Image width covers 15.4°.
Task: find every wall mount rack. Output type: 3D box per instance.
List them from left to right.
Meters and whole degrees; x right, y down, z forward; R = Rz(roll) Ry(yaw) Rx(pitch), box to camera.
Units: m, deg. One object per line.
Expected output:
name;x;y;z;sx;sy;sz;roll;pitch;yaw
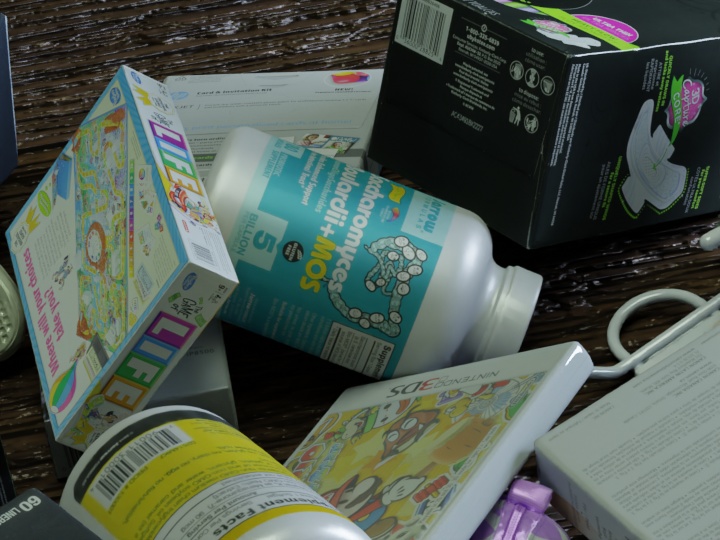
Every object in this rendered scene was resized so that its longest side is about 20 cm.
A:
wall mount rack;0.180;0.060;1.475;0.174;0.075;0.200;-33;42;-15

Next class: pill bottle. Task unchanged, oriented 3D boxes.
pill bottle;-0.055;0.151;1.269;0.114;0.114;0.200;-26;32;-21
pill bottle;0.000;0.000;1.528;0.200;0.111;0.111;20;41;-1

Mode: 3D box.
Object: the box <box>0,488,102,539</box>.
box;-0.124;0.206;1.171;0.122;0.106;0.200;-34;46;-28

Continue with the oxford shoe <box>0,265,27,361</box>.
oxford shoe;-0.273;0.003;1.643;0.200;0.058;0.075;24;88;33

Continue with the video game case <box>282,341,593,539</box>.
video game case;0.009;0.116;1.408;0.182;0.023;0.200;-14;26;45

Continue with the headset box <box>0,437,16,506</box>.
headset box;-0.326;0.113;1.483;0.200;0.093;0.174;-32;43;-27

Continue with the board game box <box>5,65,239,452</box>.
board game box;-0.139;-0.008;1.500;0.034;0.134;0.200;25;26;-31

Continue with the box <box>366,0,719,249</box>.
box;0.131;-0.108;1.606;0.200;0.124;0.148;-10;31;-41

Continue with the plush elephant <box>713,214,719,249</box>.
plush elephant;0.311;-0.053;1.543;0.155;0.200;0.165;14;52;-8

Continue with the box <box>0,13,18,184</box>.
box;-0.310;-0.078;1.593;0.148;0.107;0.200;4;26;13

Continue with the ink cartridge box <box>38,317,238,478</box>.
ink cartridge box;-0.138;0.033;1.584;0.109;0.050;0.200;-10;39;-3

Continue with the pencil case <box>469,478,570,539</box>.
pencil case;0.044;0.198;1.316;0.084;0.086;0.200;14;42;16

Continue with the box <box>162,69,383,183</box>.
box;-0.066;-0.073;1.680;0.156;0.041;0.200;-2;26;8

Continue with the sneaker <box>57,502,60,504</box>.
sneaker;-0.166;0.187;1.384;0.091;0.076;0.200;-15;23;14

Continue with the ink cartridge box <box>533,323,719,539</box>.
ink cartridge box;0.208;0.111;1.328;0.162;0.050;0.200;-31;46;-17
